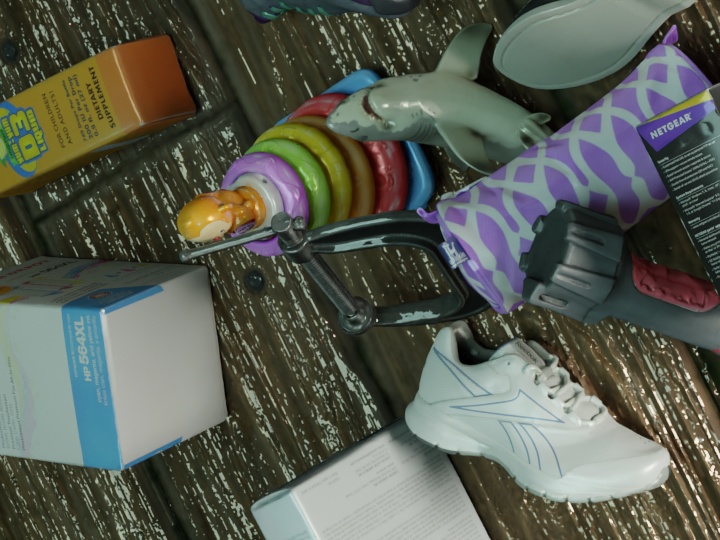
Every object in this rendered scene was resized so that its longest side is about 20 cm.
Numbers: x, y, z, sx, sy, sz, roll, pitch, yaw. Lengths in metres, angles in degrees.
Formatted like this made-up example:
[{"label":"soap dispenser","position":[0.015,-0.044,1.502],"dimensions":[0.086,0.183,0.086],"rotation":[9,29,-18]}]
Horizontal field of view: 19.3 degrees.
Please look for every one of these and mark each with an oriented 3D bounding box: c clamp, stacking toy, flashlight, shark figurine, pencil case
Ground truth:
[{"label":"c clamp","position":[0.000,0.000,1.403],"dimensions":[0.170,0.200,0.027],"rotation":[-15,63,19]},{"label":"stacking toy","position":[-0.052,-0.052,1.412],"dimensions":[0.116,0.200,0.110],"rotation":[-30,87,38]},{"label":"flashlight","position":[0.192,0.009,1.264],"dimensions":[0.068,0.200,0.068],"rotation":[-48,33,38]},{"label":"shark figurine","position":[0.091,-0.071,1.399],"dimensions":[0.214,0.128,0.090],"rotation":[34,150,2]},{"label":"pencil case","position":[0.135,-0.057,1.294],"dimensions":[0.200,0.084,0.086],"rotation":[-34,69,-2]}]

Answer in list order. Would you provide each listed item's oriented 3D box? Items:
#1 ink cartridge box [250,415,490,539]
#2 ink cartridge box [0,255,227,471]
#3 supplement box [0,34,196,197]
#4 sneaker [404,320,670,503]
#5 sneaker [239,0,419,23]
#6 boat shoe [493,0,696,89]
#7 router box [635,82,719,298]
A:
[{"label":"ink cartridge box","position":[0.030,0.216,1.465],"dimensions":[0.057,0.162,0.200],"rotation":[-24,91,40]},{"label":"ink cartridge box","position":[-0.224,0.066,1.622],"dimensions":[0.200,0.128,0.126],"rotation":[3,107,34]},{"label":"supplement box","position":[-0.220,-0.112,1.600],"dimensions":[0.200,0.069,0.067],"rotation":[-21,90,41]},{"label":"sneaker","position":[0.118,0.096,1.423],"dimensions":[0.200,0.074,0.087],"rotation":[19,111,29]},{"label":"sneaker","position":[-0.035,-0.199,1.445],"dimensions":[0.200,0.074,0.088],"rotation":[33,136,34]},{"label":"boat shoe","position":[0.153,-0.177,1.311],"dimensions":[0.074,0.060,0.200],"rotation":[22,148,-19]},{"label":"router box","position":[0.251,-0.041,1.196],"dimensions":[0.052,0.200,0.158],"rotation":[-27,88,37]}]
